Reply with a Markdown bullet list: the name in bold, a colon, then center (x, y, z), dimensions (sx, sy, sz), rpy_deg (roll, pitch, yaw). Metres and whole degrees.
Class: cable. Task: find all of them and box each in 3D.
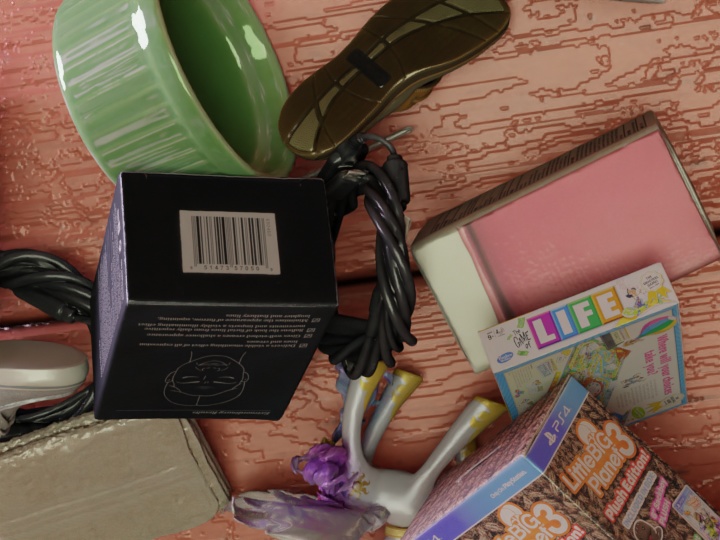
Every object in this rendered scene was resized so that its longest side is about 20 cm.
- **cable**: center (0.000, 0.000, 1.193), dimensions (0.051, 0.200, 0.163), rpy_deg (-8, 69, -24)
- **cable**: center (-0.275, 0.061, 1.305), dimensions (0.200, 0.051, 0.163), rpy_deg (-12, 93, 13)

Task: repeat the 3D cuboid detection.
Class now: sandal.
- **sandal**: center (0.025, -0.148, 1.213), dimensions (0.200, 0.054, 0.080), rpy_deg (-39, 65, -7)

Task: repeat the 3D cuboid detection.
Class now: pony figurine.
- **pony figurine**: center (0.001, 0.172, 1.249), dimensions (0.193, 0.167, 0.200), rpy_deg (20, 87, -3)

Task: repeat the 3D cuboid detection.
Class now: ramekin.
- **ramekin**: center (-0.138, -0.139, 1.178), dimensions (0.098, 0.200, 0.200), rpy_deg (-22, 96, 19)

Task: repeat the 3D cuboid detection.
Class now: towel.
- **towel**: center (-0.214, 0.172, 1.296), dimensions (0.200, 0.034, 0.133), rpy_deg (-18, 123, 5)

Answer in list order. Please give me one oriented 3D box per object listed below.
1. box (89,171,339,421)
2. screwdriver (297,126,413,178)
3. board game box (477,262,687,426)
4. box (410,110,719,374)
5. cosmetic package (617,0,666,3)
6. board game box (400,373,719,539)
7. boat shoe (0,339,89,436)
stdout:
- **box**: center (-0.113, 0.024, 1.172), dimensions (0.148, 0.200, 0.107), rpy_deg (1, 61, -16)
- **screwdriver**: center (-0.050, -0.070, 1.257), dimensions (0.200, 0.029, 0.028), rpy_deg (-23, 96, 17)
- **board game box**: center (0.167, 0.073, 1.167), dimensions (0.134, 0.200, 0.034), rpy_deg (-21, 62, 3)
- **box**: center (0.153, -0.023, 1.188), dimensions (0.200, 0.128, 0.109), rpy_deg (-27, 96, 13)
- **cosmetic package**: center (0.127, -0.244, 1.163), dimensions (0.200, 0.108, 0.085), rpy_deg (9, 101, 5)
- **board game box**: center (0.156, 0.203, 1.129), dimensions (0.200, 0.097, 0.159), rpy_deg (42, 131, -2)
- **boat shoe**: center (-0.302, 0.098, 1.252), dimensions (0.201, 0.070, 0.072), rpy_deg (-4, 105, 15)
